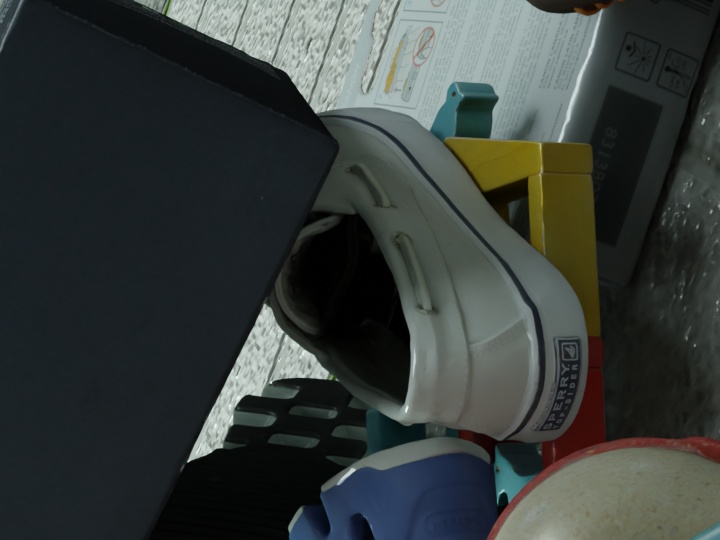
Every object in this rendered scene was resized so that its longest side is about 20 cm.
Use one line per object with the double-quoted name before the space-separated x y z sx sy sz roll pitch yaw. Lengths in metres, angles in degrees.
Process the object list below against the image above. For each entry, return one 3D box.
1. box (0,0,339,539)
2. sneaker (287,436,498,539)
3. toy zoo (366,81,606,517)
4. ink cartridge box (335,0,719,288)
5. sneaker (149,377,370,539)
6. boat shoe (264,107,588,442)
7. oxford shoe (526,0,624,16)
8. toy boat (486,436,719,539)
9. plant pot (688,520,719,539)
"box" -0.101 0.016 0.935 0.200 0.104 0.182 -64 9 7
"sneaker" 0.002 0.155 0.925 0.199 0.080 0.115 -63 38 44
"toy zoo" 0.038 0.037 0.965 0.131 0.020 0.200 163 106 -63
"ink cartridge box" 0.059 -0.084 1.063 0.200 0.057 0.163 13 84 71
"sneaker" -0.033 0.105 1.032 0.200 0.074 0.089 -35 -47 -69
"boat shoe" 0.000 0.000 0.946 0.200 0.066 0.072 -131 48 -54
"oxford shoe" 0.091 -0.112 0.932 0.200 0.071 0.073 31 134 36
"toy boat" 0.078 0.146 0.763 0.131 0.130 0.200 44 -115 -81
"plant pot" 0.115 0.108 0.466 0.200 0.188 0.200 -8 74 28
